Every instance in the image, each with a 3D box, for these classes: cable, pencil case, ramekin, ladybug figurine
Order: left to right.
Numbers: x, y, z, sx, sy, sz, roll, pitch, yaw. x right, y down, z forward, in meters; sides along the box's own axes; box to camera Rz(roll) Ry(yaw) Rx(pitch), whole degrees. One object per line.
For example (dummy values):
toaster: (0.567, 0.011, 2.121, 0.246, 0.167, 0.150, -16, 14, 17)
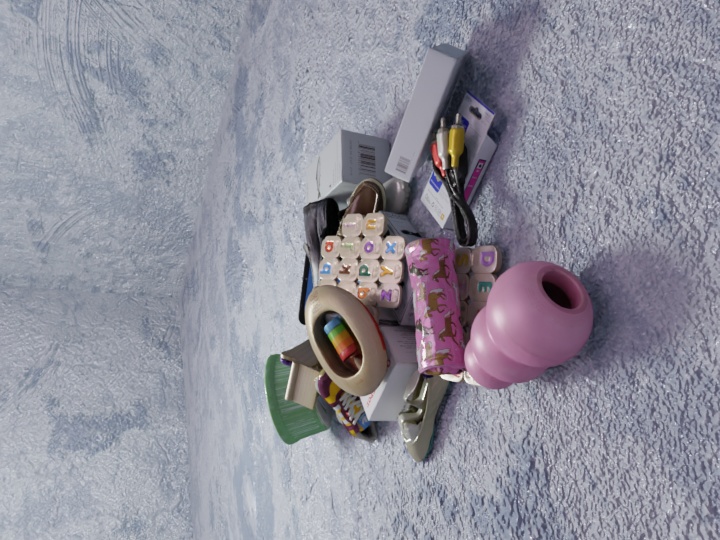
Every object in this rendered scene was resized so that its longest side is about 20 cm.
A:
ramekin: (-0.132, 0.275, 1.285, 0.200, 0.096, 0.203, -15, -90, -83)
ladybug figurine: (-0.020, 0.109, 0.962, 0.135, 0.071, 0.202, -39, 74, 36)
pencil case: (0.112, 0.051, 0.839, 0.087, 0.082, 0.203, 137, 131, -63)
cable: (0.135, -0.130, 0.882, 0.097, 0.050, 0.203, 154, 119, -62)

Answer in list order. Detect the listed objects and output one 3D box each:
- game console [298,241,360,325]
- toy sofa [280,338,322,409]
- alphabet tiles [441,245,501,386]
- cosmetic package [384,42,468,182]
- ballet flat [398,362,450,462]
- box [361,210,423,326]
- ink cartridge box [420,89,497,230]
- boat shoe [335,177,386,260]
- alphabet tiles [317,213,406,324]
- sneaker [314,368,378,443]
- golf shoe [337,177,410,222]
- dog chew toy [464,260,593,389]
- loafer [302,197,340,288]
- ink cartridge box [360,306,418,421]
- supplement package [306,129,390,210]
game console: (-0.042, 0.033, 1.219, 0.175, 0.115, 0.204, 14, 98, 64)
toy sofa: (-0.087, 0.196, 1.180, 0.096, 0.200, 0.084, 19, 107, 18)
alphabet tiles: (0.161, 0.065, 0.854, 0.194, 0.014, 0.204, 0, 84, 51)
cosmetic package: (0.110, -0.263, 0.952, 0.151, 0.051, 0.202, -50, -17, -61)
ballet flat: (0.095, 0.226, 0.949, 0.069, 0.068, 0.203, 43, 124, 59)
box: (0.076, -0.007, 1.037, 0.201, 0.059, 0.118, 57, 135, 50)
ink cartridge box: (0.162, -0.174, 0.927, 0.095, 0.037, 0.202, -118, 39, -48)
boat shoe: (-0.007, -0.079, 1.106, 0.075, 0.074, 0.204, -50, -16, -51)
alphabet tiles: (0.000, 0.000, 1.024, 0.194, 0.014, 0.204, 1, 84, 41)
sneaker: (-0.017, 0.251, 1.091, 0.090, 0.075, 0.201, 32, 158, 41)
golf shoe: (0.024, -0.129, 1.139, 0.200, 0.096, 0.079, -41, 47, 53)
dog chew toy: (0.194, 0.080, 0.715, 0.201, 0.123, 0.126, 118, 147, -49)
loafer: (-0.085, -0.046, 1.197, 0.071, 0.073, 0.204, -4, 79, 29)
ink cartridge box: (0.043, 0.150, 1.052, 0.201, 0.083, 0.147, -116, 40, -49)
supplement package: (-0.031, -0.198, 1.243, 0.200, 0.116, 0.119, -31, 58, 60)
